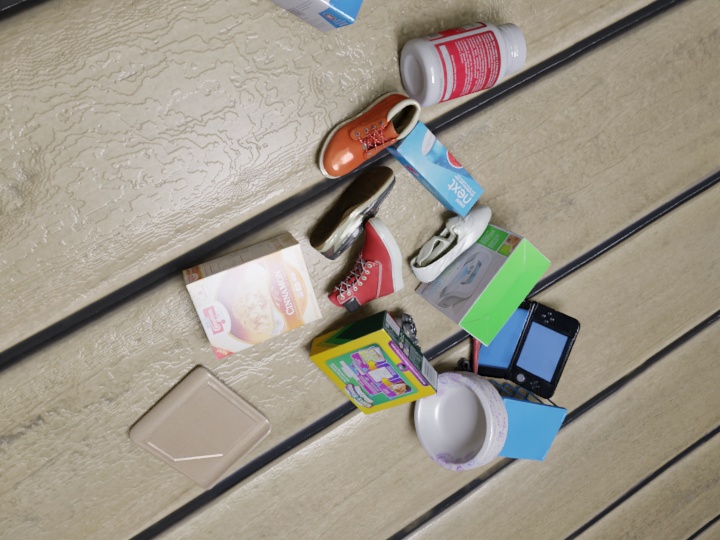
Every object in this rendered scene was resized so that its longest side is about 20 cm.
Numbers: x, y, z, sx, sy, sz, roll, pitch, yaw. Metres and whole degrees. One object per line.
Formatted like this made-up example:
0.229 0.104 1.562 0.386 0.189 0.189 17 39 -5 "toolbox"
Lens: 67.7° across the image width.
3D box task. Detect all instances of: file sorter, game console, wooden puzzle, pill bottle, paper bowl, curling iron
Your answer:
0.348 0.342 1.254 0.199 0.123 0.139 16 103 -26 "file sorter"
0.366 0.175 1.209 0.116 0.176 0.201 -2 113 -52 "game console"
-0.299 0.300 1.022 0.185 0.037 0.200 -43 114 -3 "wooden puzzle"
0.179 -0.362 0.930 0.199 0.112 0.113 -20 115 -15 "pill bottle"
0.222 0.318 1.150 0.104 0.200 0.201 11 105 -44 "paper bowl"
0.249 0.156 1.196 0.049 0.026 0.201 6 105 -8 "curling iron"

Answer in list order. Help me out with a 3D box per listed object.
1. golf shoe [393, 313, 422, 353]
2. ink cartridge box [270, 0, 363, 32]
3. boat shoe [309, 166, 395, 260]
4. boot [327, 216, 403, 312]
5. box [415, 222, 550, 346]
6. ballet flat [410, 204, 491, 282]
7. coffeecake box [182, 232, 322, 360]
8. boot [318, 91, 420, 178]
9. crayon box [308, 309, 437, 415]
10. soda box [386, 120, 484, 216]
0.084 0.180 1.124 0.094 0.078 0.200 -14 117 7 "golf shoe"
-0.101 -0.434 0.767 0.200 0.145 0.084 20 99 -28 "ink cartridge box"
-0.008 -0.104 0.978 0.200 0.073 0.065 -45 134 -1 "boat shoe"
0.000 0.000 0.985 0.144 0.072 0.200 -25 142 -10 "boot"
0.236 0.016 1.056 0.097 0.176 0.200 36 93 -29 "box"
0.175 -0.060 1.054 0.069 0.069 0.200 38 101 -29 "ballet flat"
-0.188 0.043 0.948 0.199 0.073 0.154 -21 117 -14 "coffeecake box"
0.014 -0.229 0.915 0.200 0.107 0.075 -43 121 -1 "boot"
0.028 0.187 1.053 0.172 0.058 0.200 -23 121 26 "crayon box"
0.139 -0.191 1.004 0.200 0.064 0.068 39 92 -30 "soda box"
